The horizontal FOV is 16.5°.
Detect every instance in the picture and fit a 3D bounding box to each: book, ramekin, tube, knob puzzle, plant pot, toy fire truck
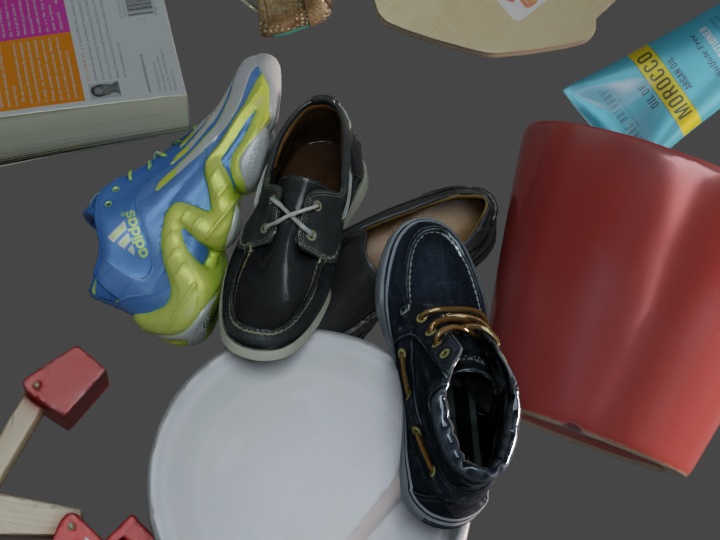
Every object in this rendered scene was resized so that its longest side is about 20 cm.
[{"bbox_3d":[-0.219,-0.131,1.605,0.199,0.048,0.134,-10,47,-7],"label":"book"},{"bbox_3d":[-0.034,0.144,1.545,0.201,0.094,0.204,1,74,-4],"label":"ramekin"},{"bbox_3d":[0.239,-0.144,1.674,0.200,0.050,0.078,-34,73,-7],"label":"tube"},{"bbox_3d":[0.088,-0.227,1.686,0.218,0.030,0.221,1,75,-5],"label":"knob puzzle"},{"bbox_3d":[0.168,0.023,1.554,0.199,0.200,0.178,21,85,1],"label":"plant pot"},{"bbox_3d":[-0.201,0.163,1.549,0.141,0.049,0.200,43,77,7],"label":"toy fire truck"}]

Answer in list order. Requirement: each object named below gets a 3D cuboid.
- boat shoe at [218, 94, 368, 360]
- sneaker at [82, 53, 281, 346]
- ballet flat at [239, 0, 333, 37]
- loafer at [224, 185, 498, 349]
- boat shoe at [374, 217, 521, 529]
[{"bbox_3d":[-0.045,-0.027,1.551,0.071,0.068,0.201,10,47,11],"label":"boat shoe"},{"bbox_3d":[-0.119,-0.057,1.601,0.104,0.076,0.201,17,75,0],"label":"sneaker"},{"bbox_3d":[-0.093,-0.240,1.659,0.065,0.071,0.200,-34,77,2],"label":"ballet flat"},{"bbox_3d":[0.000,0.000,1.597,0.200,0.072,0.073,-33,81,-11],"label":"loafer"},{"bbox_3d":[0.058,0.047,1.487,0.070,0.091,0.201,2,64,-17],"label":"boat shoe"}]
